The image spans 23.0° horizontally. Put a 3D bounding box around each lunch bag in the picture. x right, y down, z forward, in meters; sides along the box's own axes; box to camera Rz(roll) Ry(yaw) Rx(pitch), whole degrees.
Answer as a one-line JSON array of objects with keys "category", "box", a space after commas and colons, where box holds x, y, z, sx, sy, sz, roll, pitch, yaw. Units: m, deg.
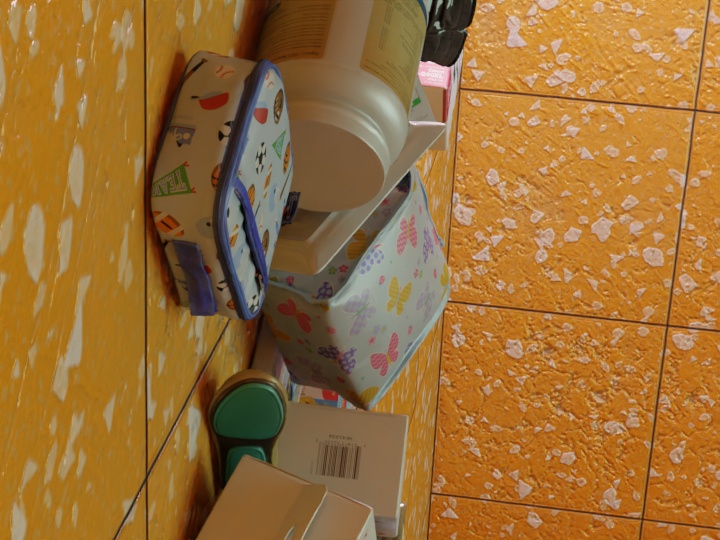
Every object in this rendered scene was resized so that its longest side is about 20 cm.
[{"category": "lunch bag", "box": [0.000, 0.000, 1.680, 0.200, 0.127, 0.170, -52, 144, -26]}, {"category": "lunch bag", "box": [-0.099, -0.055, 1.312, 0.200, 0.075, 0.161, 80, 20, -62]}]

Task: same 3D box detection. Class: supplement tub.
[{"category": "supplement tub", "box": [-0.023, -0.166, 1.526, 0.145, 0.144, 0.200, 86, 13, -54]}]

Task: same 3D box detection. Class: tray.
[{"category": "tray", "box": [-0.019, -0.074, 1.573, 0.200, 0.107, 0.022, -49, 126, -26]}]

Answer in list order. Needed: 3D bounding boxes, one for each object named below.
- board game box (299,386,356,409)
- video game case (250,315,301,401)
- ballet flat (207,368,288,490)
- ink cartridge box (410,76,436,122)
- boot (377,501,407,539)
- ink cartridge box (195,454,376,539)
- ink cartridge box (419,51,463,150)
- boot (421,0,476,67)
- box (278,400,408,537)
[{"category": "board game box", "box": [-0.047, 0.218, 2.012, 0.196, 0.056, 0.201, 34, 62, -82]}, {"category": "video game case", "box": [-0.086, 0.123, 1.759, 0.182, 0.024, 0.200, 88, 10, -49]}, {"category": "ballet flat", "box": [-0.099, 0.129, 1.532, 0.200, 0.068, 0.063, 102, -9, -52]}, {"category": "ink cartridge box", "box": [0.004, -0.178, 1.764, 0.050, 0.109, 0.200, 58, -2, 26]}, {"category": "boot", "box": [-0.033, 0.321, 1.800, 0.073, 0.155, 0.201, 96, 3, -69]}, {"category": "ink cartridge box", "box": [-0.066, 0.258, 1.509, 0.200, 0.125, 0.129, 83, 31, -60]}, {"category": "ink cartridge box", "box": [0.103, -0.304, 2.651, 0.145, 0.083, 0.200, 86, 13, -54]}, {"category": "boot", "box": [0.039, -0.221, 1.839, 0.200, 0.131, 0.070, -60, -141, 38]}, {"category": "box", "box": [-0.020, 0.194, 1.701, 0.200, 0.124, 0.098, 89, 8, -76]}]
